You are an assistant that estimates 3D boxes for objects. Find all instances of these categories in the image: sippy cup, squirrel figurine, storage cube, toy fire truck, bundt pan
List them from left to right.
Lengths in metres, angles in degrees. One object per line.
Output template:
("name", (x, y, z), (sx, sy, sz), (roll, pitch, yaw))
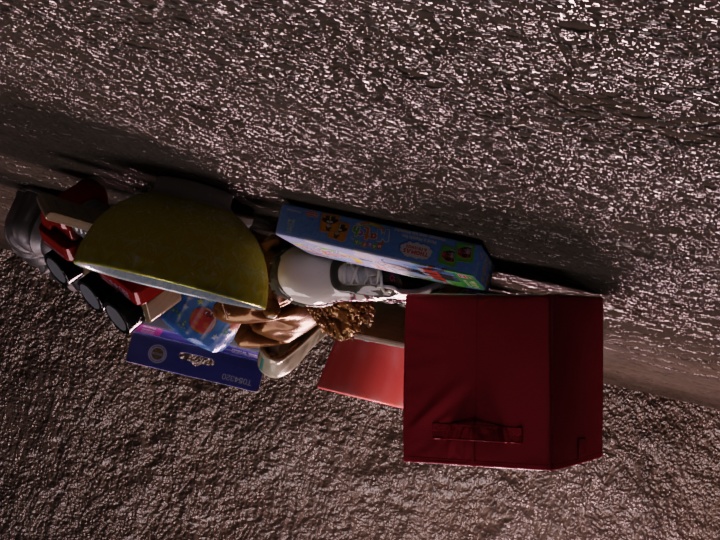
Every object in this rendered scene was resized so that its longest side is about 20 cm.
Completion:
("bundt pan", (-0.405, -0.029, 1.848), (0.202, 0.076, 0.202), (27, 164, 8))
("toy fire truck", (-0.298, -0.043, 1.484), (0.176, 0.129, 0.200), (34, 148, 32))
("sippy cup", (-0.188, 0.030, 1.740), (0.140, 0.130, 0.178), (31, -174, -22))
("squirrel figurine", (-0.079, 0.013, 1.561), (0.200, 0.142, 0.187), (4, 170, 5))
("storage cube", (0.157, 0.115, 1.447), (0.171, 0.180, 0.200), (-1, 177, 28))

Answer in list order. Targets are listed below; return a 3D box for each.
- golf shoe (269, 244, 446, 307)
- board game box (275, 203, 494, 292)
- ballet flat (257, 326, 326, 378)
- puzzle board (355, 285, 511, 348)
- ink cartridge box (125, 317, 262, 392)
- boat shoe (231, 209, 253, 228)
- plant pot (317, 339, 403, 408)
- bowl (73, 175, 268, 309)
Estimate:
("golf shoe", (0.000, 0.000, 1.471), (0.200, 0.077, 0.088), (1, 174, -22))
("board game box", (0.029, -0.021, 1.357), (0.200, 0.037, 0.151), (13, 176, 12))
("ballet flat", (-0.058, 0.051, 1.690), (0.069, 0.200, 0.069), (35, 160, 15))
("puzzle board", (0.080, 0.058, 1.703), (0.200, 0.017, 0.151), (9, -148, 38))
("ink cartridge box", (-0.207, 0.053, 1.866), (0.196, 0.200, 0.043), (14, 175, -13))
("boat shoe", (-0.180, -0.039, 1.517), (0.071, 0.069, 0.200), (19, 172, -26))
("plant pot", (0.026, 0.177, 2.747), (0.200, 0.178, 0.200), (13, 175, 1))
("bowl", (-0.180, -0.034, 1.361), (0.200, 0.108, 0.200), (14, 175, 1))
